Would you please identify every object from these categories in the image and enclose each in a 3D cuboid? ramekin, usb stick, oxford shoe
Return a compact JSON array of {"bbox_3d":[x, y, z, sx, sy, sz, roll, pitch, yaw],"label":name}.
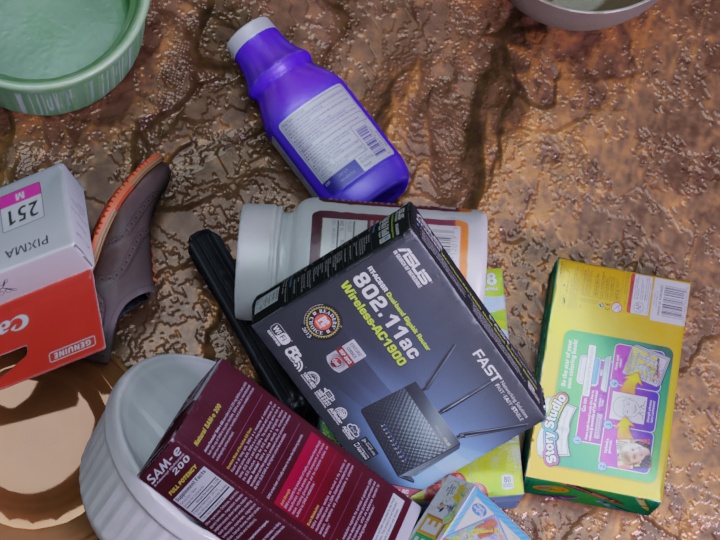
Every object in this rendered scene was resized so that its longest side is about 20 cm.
[{"bbox_3d":[-0.282,-0.235,1.710,0.200,0.098,0.200,1,74,-3],"label":"ramekin"},{"bbox_3d":[-0.091,0.049,1.634,0.033,0.055,0.200,-30,60,-4],"label":"usb stick"},{"bbox_3d":[-0.203,-0.009,1.664,0.072,0.071,0.200,28,68,-5],"label":"oxford shoe"},{"bbox_3d":[-0.135,0.171,1.557,0.202,0.202,0.094,48,120,10],"label":"ramekin"}]

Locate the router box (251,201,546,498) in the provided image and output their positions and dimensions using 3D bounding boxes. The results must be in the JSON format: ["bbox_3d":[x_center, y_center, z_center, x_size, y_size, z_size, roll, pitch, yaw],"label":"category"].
[{"bbox_3d":[0.032,0.068,1.514,0.150,0.062,0.200,-32,109,13],"label":"router box"}]

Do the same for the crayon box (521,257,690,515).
[{"bbox_3d":[0.208,0.099,1.659,0.119,0.058,0.200,11,73,0],"label":"crayon box"}]

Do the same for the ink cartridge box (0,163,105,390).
[{"bbox_3d":[-0.317,0.021,1.605,0.200,0.044,0.174,-22,51,8],"label":"ink cartridge box"}]

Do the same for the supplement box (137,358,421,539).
[{"bbox_3d":[-0.060,0.171,1.484,0.200,0.061,0.109,38,37,-6],"label":"supplement box"}]

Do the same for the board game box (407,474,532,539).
[{"bbox_3d":[0.099,0.273,1.547,0.200,0.034,0.135,47,71,-35],"label":"board game box"}]

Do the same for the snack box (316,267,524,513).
[{"bbox_3d":[0.045,0.104,1.644,0.168,0.068,0.200,-4,72,-3],"label":"snack box"}]

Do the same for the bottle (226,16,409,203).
[{"bbox_3d":[-0.043,-0.134,1.710,0.083,0.065,0.200,-35,78,-13],"label":"bottle"}]

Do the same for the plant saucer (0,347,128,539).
[{"bbox_3d":[-0.273,0.144,1.631,0.200,0.037,0.200,1,74,-2],"label":"plant saucer"}]

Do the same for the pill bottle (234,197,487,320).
[{"bbox_3d":[0.000,0.000,1.582,0.200,0.114,0.114,4,73,0],"label":"pill bottle"}]

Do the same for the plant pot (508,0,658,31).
[{"bbox_3d":[0.195,-0.295,1.735,0.200,0.134,0.201,1,73,-3],"label":"plant pot"}]
